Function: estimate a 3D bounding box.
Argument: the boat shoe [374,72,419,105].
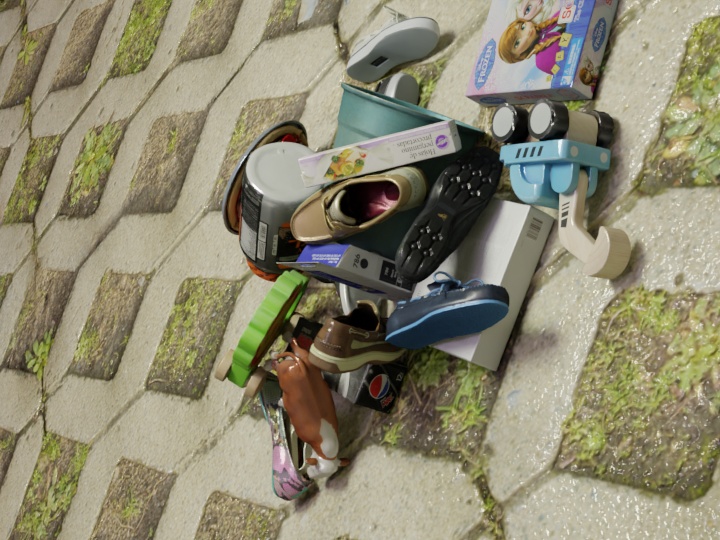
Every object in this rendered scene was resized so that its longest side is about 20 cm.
[{"bbox_3d":[0.023,-0.193,1.745,0.066,0.070,0.201,2,71,46],"label":"boat shoe"}]

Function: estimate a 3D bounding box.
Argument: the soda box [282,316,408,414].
[{"bbox_3d":[-0.024,0.127,1.648,0.200,0.063,0.071,23,91,55],"label":"soda box"}]

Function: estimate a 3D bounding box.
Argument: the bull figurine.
[{"bbox_3d":[-0.072,0.179,1.608,0.121,0.065,0.201,40,146,53],"label":"bull figurine"}]

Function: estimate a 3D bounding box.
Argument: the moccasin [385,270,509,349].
[{"bbox_3d":[0.095,0.038,1.438,0.200,0.080,0.068,-18,54,46],"label":"moccasin"}]

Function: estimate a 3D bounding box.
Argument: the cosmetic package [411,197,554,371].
[{"bbox_3d":[0.141,0.008,1.503,0.151,0.052,0.201,20,88,52],"label":"cosmetic package"}]

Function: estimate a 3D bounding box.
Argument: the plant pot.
[{"bbox_3d":[0.037,-0.124,1.603,0.200,0.200,0.197,33,106,54],"label":"plant pot"}]

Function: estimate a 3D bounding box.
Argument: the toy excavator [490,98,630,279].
[{"bbox_3d":[0.239,-0.093,1.407,0.194,0.100,0.201,3,87,55],"label":"toy excavator"}]

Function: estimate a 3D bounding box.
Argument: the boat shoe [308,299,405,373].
[{"bbox_3d":[0.011,0.075,1.524,0.075,0.202,0.075,21,106,21],"label":"boat shoe"}]

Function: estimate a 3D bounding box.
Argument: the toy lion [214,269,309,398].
[{"bbox_3d":[-0.123,0.068,1.670,0.200,0.069,0.192,-56,-5,-47],"label":"toy lion"}]

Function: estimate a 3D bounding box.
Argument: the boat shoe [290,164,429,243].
[{"bbox_3d":[-0.014,-0.081,1.501,0.200,0.066,0.074,-22,89,31],"label":"boat shoe"}]

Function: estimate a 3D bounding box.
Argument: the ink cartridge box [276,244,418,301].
[{"bbox_3d":[0.000,0.000,1.564,0.099,0.200,0.039,2,77,52],"label":"ink cartridge box"}]

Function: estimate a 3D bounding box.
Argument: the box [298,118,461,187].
[{"bbox_3d":[0.022,-0.143,1.490,0.199,0.041,0.039,-12,100,17],"label":"box"}]

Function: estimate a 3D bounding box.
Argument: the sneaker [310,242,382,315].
[{"bbox_3d":[-0.023,0.010,1.709,0.099,0.071,0.200,-39,38,37],"label":"sneaker"}]

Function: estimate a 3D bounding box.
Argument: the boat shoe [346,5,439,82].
[{"bbox_3d":[0.052,-0.352,1.804,0.202,0.074,0.086,-23,51,57],"label":"boat shoe"}]

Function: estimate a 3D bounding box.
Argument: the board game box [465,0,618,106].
[{"bbox_3d":[0.237,-0.313,1.556,0.199,0.041,0.201,4,76,54],"label":"board game box"}]

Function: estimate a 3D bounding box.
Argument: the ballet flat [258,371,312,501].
[{"bbox_3d":[-0.096,0.223,1.699,0.071,0.069,0.200,-25,54,21],"label":"ballet flat"}]

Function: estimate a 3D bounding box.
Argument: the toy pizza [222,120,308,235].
[{"bbox_3d":[-0.138,-0.137,1.858,0.032,0.200,0.201,32,100,19],"label":"toy pizza"}]

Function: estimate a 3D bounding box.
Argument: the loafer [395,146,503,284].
[{"bbox_3d":[0.105,-0.067,1.476,0.201,0.068,0.070,-54,-6,-19],"label":"loafer"}]

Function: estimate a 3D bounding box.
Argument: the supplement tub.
[{"bbox_3d":[-0.115,-0.080,1.770,0.200,0.122,0.123,100,164,-52],"label":"supplement tub"}]
